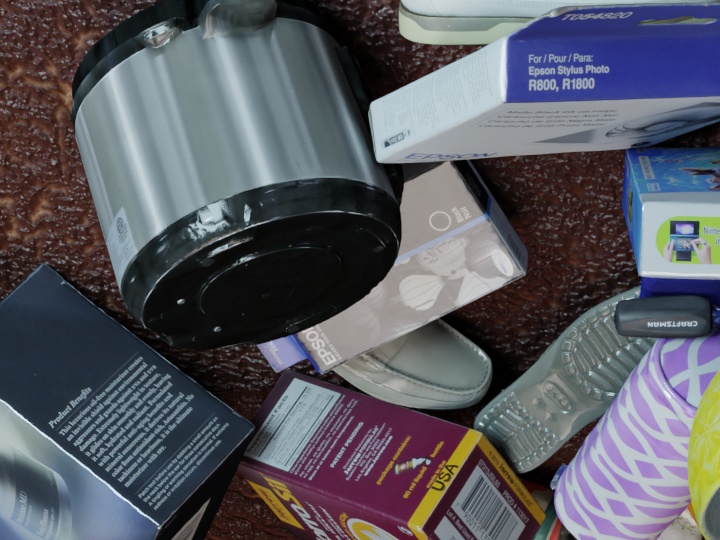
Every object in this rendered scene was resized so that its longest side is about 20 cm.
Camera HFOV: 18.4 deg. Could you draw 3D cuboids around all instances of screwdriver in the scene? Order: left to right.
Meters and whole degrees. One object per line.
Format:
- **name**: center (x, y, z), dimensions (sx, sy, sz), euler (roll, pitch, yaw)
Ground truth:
- **screwdriver**: center (0.257, 0.031, 1.372), dimensions (0.199, 0.029, 0.028), euler (3, 170, 9)

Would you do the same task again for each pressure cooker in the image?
- **pressure cooker**: center (-0.079, -0.076, 1.318), dimensions (0.176, 0.200, 0.179), euler (-31, 152, 21)

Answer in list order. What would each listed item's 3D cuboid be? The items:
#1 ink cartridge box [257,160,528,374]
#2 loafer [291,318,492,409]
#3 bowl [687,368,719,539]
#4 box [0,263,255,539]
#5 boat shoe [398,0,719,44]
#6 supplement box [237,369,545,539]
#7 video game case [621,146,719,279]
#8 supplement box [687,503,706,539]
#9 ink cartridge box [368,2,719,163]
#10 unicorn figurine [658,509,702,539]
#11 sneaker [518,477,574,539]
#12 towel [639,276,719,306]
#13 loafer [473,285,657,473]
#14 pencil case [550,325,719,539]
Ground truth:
- **ink cartridge box**: center (0.000, 0.000, 1.450), dimensions (0.200, 0.039, 0.100), euler (-27, 113, 20)
- **loafer**: center (0.003, 0.038, 1.526), dimensions (0.199, 0.070, 0.070), euler (21, 149, -11)
- **bowl**: center (0.275, 0.073, 1.314), dimensions (0.199, 0.108, 0.200), euler (-14, 150, -8)
- **box**: center (-0.208, 0.140, 1.608), dimensions (0.198, 0.123, 0.200), euler (37, 141, 10)
- **boat shoe**: center (0.120, -0.170, 1.238), dimensions (0.199, 0.075, 0.069), euler (-5, 115, -4)
- **supplement box**: center (0.017, 0.154, 1.588), dimensions (0.200, 0.086, 0.110), euler (15, 151, 44)
- **video game case**: center (0.246, -0.036, 1.275), dimensions (0.181, 0.200, 0.046), euler (2, 103, 3)
- **supplement box**: center (0.323, 0.159, 1.497), dimensions (0.200, 0.074, 0.126), euler (-1, 128, 48)
- **ink cartridge box**: center (0.136, -0.102, 1.228), dimensions (0.199, 0.041, 0.200), euler (-5, 172, -28)
- **unicorn figurine**: center (0.240, 0.208, 1.681), dimensions (0.137, 0.074, 0.200), euler (12, 124, -1)
- **sneaker**: center (0.109, 0.221, 1.736), dimensions (0.093, 0.070, 0.200), euler (27, 144, 9)
- **towel**: center (0.275, -0.005, 1.387), dimensions (0.199, 0.050, 0.148), euler (2, 169, 6)
- **loafer**: center (0.161, 0.064, 1.530), dimensions (0.200, 0.070, 0.075), euler (-35, 95, 30)
- **pencil case**: center (0.196, 0.113, 1.458), dimensions (0.084, 0.085, 0.200), euler (43, 144, 11)
